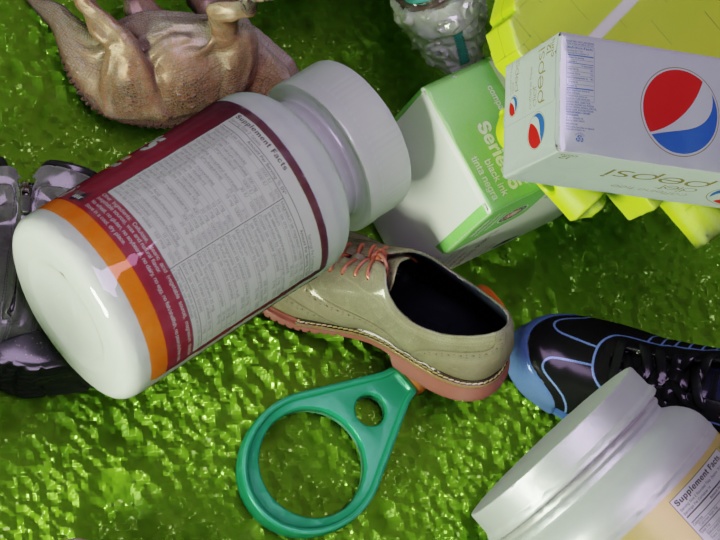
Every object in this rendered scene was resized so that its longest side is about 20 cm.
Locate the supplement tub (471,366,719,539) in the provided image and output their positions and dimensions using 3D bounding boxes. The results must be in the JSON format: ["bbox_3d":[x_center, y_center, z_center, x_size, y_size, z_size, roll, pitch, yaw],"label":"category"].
[{"bbox_3d":[0.172,0.168,1.196,0.145,0.145,0.200,-41,87,-25],"label":"supplement tub"}]

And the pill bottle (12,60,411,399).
[{"bbox_3d":[-0.076,-0.027,1.148,0.199,0.110,0.110,-34,84,-26],"label":"pill bottle"}]

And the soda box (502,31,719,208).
[{"bbox_3d":[0.177,-0.073,1.126,0.199,0.068,0.064,7,77,-21],"label":"soda box"}]

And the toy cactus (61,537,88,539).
[{"bbox_3d":[-0.138,0.222,1.124,0.198,0.103,0.166,-4,54,-16],"label":"toy cactus"}]

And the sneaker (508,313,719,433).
[{"bbox_3d":[0.187,0.067,1.272,0.199,0.078,0.071,18,67,-11],"label":"sneaker"}]

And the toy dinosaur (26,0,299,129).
[{"bbox_3d":[-0.105,-0.111,1.248,0.198,0.136,0.086,5,26,6],"label":"toy dinosaur"}]

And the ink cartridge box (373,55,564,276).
[{"bbox_3d":[0.112,-0.083,1.263,0.199,0.146,0.084,-25,82,-23],"label":"ink cartridge box"}]

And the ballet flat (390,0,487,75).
[{"bbox_3d":[0.039,-0.173,1.291,0.071,0.072,0.200,12,29,-13],"label":"ballet flat"}]

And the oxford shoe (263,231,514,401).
[{"bbox_3d":[0.000,0.000,1.228,0.199,0.075,0.071,23,59,5],"label":"oxford shoe"}]

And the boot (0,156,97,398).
[{"bbox_3d":[-0.228,0.007,1.179,0.199,0.068,0.131,-6,68,-27],"label":"boot"}]

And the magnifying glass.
[{"bbox_3d":[0.010,0.077,1.247,0.200,0.022,0.080,-41,86,-23],"label":"magnifying glass"}]

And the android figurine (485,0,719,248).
[{"bbox_3d":[0.148,-0.114,1.181,0.200,0.041,0.182,46,67,-6],"label":"android figurine"}]
